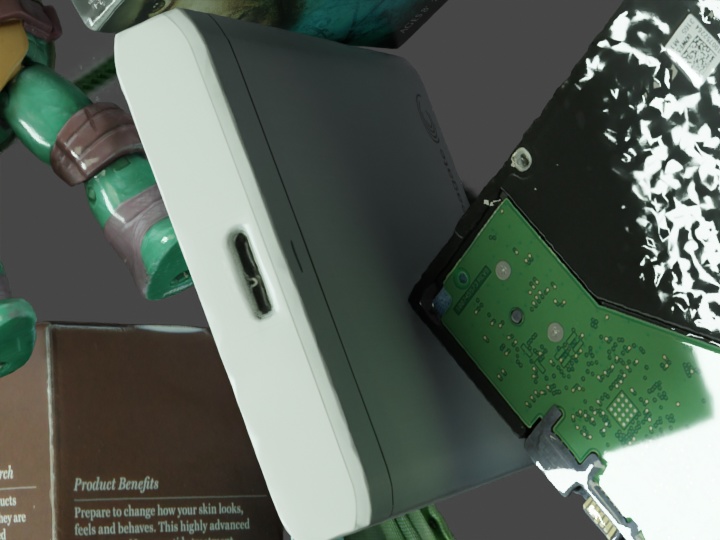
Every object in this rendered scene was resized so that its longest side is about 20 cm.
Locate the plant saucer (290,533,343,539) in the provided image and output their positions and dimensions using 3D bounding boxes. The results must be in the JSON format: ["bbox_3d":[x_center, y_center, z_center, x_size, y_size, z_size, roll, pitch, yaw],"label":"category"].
[{"bbox_3d":[-0.009,0.157,0.840,0.019,0.070,0.201,-4,96,-2],"label":"plant saucer"}]

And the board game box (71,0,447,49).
[{"bbox_3d":[0.025,-0.132,0.744,0.200,0.135,0.028,-43,65,33],"label":"board game box"}]

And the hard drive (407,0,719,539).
[{"bbox_3d":[0.111,-0.014,0.665,0.140,0.038,0.200,50,124,23],"label":"hard drive"}]

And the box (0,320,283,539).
[{"bbox_3d":[-0.080,0.118,0.861,0.075,0.100,0.201,-5,84,43],"label":"box"}]

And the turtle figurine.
[{"bbox_3d":[-0.123,-0.073,0.815,0.149,0.101,0.201,-31,75,4],"label":"turtle figurine"}]

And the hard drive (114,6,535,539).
[{"bbox_3d":[0.000,0.000,0.748,0.027,0.200,0.133,-22,85,15],"label":"hard drive"}]

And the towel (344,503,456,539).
[{"bbox_3d":[0.013,0.186,0.875,0.149,0.031,0.201,-38,76,33],"label":"towel"}]
